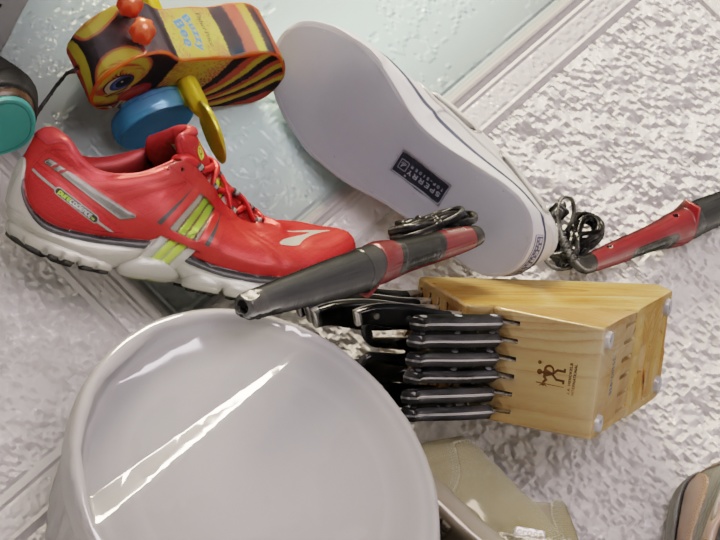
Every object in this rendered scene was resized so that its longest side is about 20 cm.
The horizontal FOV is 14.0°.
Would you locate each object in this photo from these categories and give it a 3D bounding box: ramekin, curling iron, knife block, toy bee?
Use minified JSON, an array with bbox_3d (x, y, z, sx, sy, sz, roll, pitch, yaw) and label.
[{"bbox_3d":[-0.068,0.128,1.491,0.202,0.094,0.203,13,56,-20],"label":"ramekin"},{"bbox_3d":[0.187,-0.036,1.765,0.200,0.026,0.050,-15,71,-33],"label":"curling iron"},{"bbox_3d":[0.000,0.000,1.548,0.200,0.049,0.026,-24,101,-53],"label":"curling iron"},{"bbox_3d":[0.064,0.038,1.626,0.175,0.064,0.200,12,13,20],"label":"knife block"},{"bbox_3d":[-0.115,-0.111,1.607,0.131,0.109,0.200,47,52,4],"label":"toy bee"}]

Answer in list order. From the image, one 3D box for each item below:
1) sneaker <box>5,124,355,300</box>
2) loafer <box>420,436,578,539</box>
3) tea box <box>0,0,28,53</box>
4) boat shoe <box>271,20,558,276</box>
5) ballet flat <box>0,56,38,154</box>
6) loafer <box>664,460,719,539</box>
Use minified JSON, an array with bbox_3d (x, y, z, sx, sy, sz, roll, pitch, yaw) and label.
[{"bbox_3d":[-0.089,-0.034,1.571,0.199,0.077,0.085,10,99,-22],"label":"sneaker"},{"bbox_3d":[0.093,0.160,1.565,0.200,0.076,0.068,45,57,5],"label":"loafer"},{"bbox_3d":[-0.247,-0.258,1.614,0.199,0.134,0.197,21,53,-14],"label":"tea box"},{"bbox_3d":[0.030,-0.067,1.687,0.200,0.074,0.065,46,18,15],"label":"boat shoe"},{"bbox_3d":[-0.267,-0.073,1.531,0.199,0.068,0.068,-13,46,-20],"label":"ballet flat"},{"bbox_3d":[0.200,0.190,1.607,0.072,0.063,0.201,17,54,-18],"label":"loafer"}]
